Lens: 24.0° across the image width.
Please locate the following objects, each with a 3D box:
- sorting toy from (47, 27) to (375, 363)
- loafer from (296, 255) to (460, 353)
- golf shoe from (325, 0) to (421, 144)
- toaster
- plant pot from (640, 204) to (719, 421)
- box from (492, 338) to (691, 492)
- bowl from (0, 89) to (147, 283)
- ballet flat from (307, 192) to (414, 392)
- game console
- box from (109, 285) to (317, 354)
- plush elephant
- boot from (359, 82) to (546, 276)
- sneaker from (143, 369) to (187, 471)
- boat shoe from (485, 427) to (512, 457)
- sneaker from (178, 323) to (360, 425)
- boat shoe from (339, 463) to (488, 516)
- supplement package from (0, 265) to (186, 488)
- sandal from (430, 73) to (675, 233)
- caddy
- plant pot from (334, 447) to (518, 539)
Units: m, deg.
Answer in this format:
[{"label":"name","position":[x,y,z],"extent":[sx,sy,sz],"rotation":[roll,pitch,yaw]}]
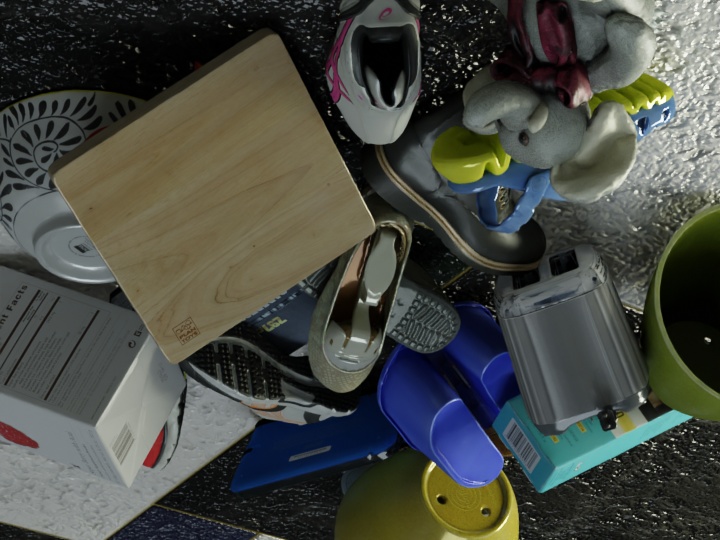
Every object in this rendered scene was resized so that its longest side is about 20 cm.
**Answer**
[{"label":"sorting toy","position":[-0.119,-0.065,1.324],"extent":[0.200,0.070,0.199],"rotation":[-33,125,-8]},{"label":"loafer","position":[0.000,0.000,1.492],"extent":[0.200,0.070,0.075],"rotation":[38,106,-22]},{"label":"golf shoe","position":[0.009,-0.147,1.250],"extent":[0.072,0.092,0.200],"rotation":[-2,149,1]},{"label":"toaster","position":[0.180,0.058,1.473],"extent":[0.113,0.200,0.130],"rotation":[-20,99,9]},{"label":"plant pot","position":[0.325,0.059,1.515],"extent":[0.186,0.188,0.200],"rotation":[4,161,-6]},{"label":"box","position":[0.229,0.131,1.603],"extent":[0.199,0.082,0.049],"rotation":[-22,154,-29]},{"label":"bowl","position":[-0.221,-0.051,1.397],"extent":[0.200,0.095,0.201],"rotation":[0,148,0]},{"label":"ballet flat","position":[-0.002,0.028,1.430],"extent":[0.067,0.062,0.201],"rotation":[9,116,-10]},{"label":"game console","position":[-0.009,0.195,1.764],"extent":[0.199,0.171,0.119],"rotation":[-19,116,26]},{"label":"box","position":[-0.115,0.027,1.556],"extent":[0.157,0.051,0.200],"rotation":[24,141,-34]},{"label":"plush elephant","position":[0.129,-0.142,1.181],"extent":[0.164,0.155,0.200],"rotation":[29,-173,39]},{"label":"boot","position":[0.117,-0.075,1.382],"extent":[0.200,0.078,0.138],"rotation":[27,134,-37]},{"label":"sneaker","position":[-0.218,0.125,1.700],"extent":[0.085,0.077,0.200],"rotation":[8,136,-2]},{"label":"boat shoe","position":[0.192,0.165,1.752],"extent":[0.072,0.068,0.200],"rotation":[25,141,-37]},{"label":"sneaker","position":[-0.095,0.106,1.567],"extent":[0.200,0.074,0.080],"rotation":[23,143,-37]},{"label":"boat shoe","position":[0.069,0.263,1.902],"extent":[0.199,0.072,0.068],"rotation":[9,142,-17]},{"label":"supplement package","position":[-0.281,0.092,1.531],"extent":[0.199,0.120,0.121],"rotation":[17,151,20]},{"label":"sandal","position":[0.151,-0.092,1.294],"extent":[0.199,0.080,0.087],"rotation":[-22,120,-9]},{"label":"caddy","position":[0.096,0.115,1.625],"extent":[0.141,0.105,0.200],"rotation":[-42,141,-5]},{"label":"plant pot","position":[0.087,0.260,1.779],"extent":[0.199,0.201,0.142],"rotation":[9,146,-14]}]
